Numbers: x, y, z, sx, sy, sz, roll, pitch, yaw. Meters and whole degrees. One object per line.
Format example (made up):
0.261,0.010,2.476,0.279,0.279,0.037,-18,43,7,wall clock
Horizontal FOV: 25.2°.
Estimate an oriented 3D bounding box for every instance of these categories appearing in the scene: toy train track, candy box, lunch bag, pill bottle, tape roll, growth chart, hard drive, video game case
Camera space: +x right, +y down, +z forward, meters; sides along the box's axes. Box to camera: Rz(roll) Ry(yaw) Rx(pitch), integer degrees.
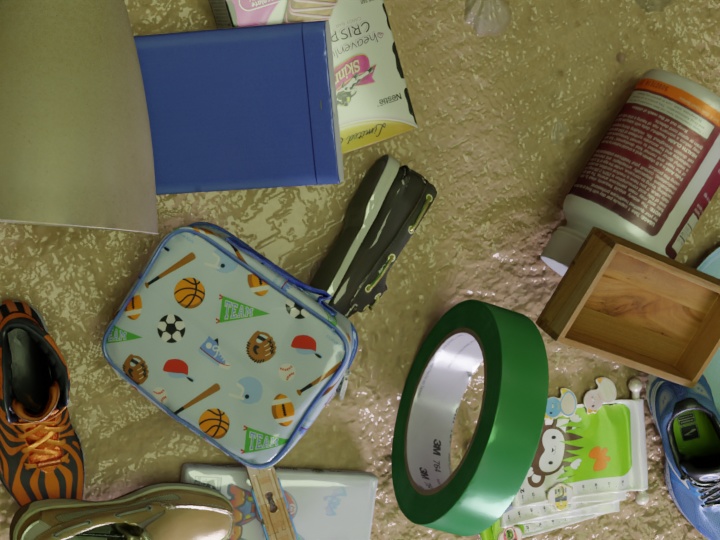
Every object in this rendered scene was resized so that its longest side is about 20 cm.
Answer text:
-0.071,0.238,1.427,0.114,0.033,0.201,-21,106,-15,toy train track
-0.045,-0.197,1.375,0.136,0.061,0.201,-20,105,-14,candy box
-0.103,0.060,1.351,0.200,0.076,0.160,35,96,3,lunch bag
0.256,-0.071,1.469,0.114,0.114,0.200,34,87,-20,pill bottle
0.092,0.127,1.400,0.048,0.200,0.201,17,93,-21,tape roll
0.191,0.187,1.542,0.199,0.018,0.145,-17,103,-16,growth chart
-0.119,-0.132,1.330,0.199,0.025,0.132,-3,101,11,hard drive
-0.083,0.277,1.460,0.181,0.024,0.201,5,97,-20,video game case

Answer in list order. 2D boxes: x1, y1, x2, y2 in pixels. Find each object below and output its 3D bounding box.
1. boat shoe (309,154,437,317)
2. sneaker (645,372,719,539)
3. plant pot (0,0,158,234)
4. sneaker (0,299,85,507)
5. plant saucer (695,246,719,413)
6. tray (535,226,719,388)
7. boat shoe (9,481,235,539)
0.000,0.000,1.416,0.060,0.072,0.202,29,87,-17,boat shoe
0.324,0.189,1.535,0.078,0.089,0.200,-21,113,10,sneaker
-0.245,-0.135,1.263,0.187,0.187,0.201,4,90,-19,plant pot
-0.270,0.129,1.325,0.077,0.112,0.201,-17,105,-15,sneaker
0.388,0.058,1.581,0.199,0.027,0.201,-3,101,-18,plant saucer
0.251,0.035,1.423,0.200,0.037,0.099,19,107,-40,tray
-0.187,0.225,1.347,0.199,0.076,0.072,-4,104,-31,boat shoe
